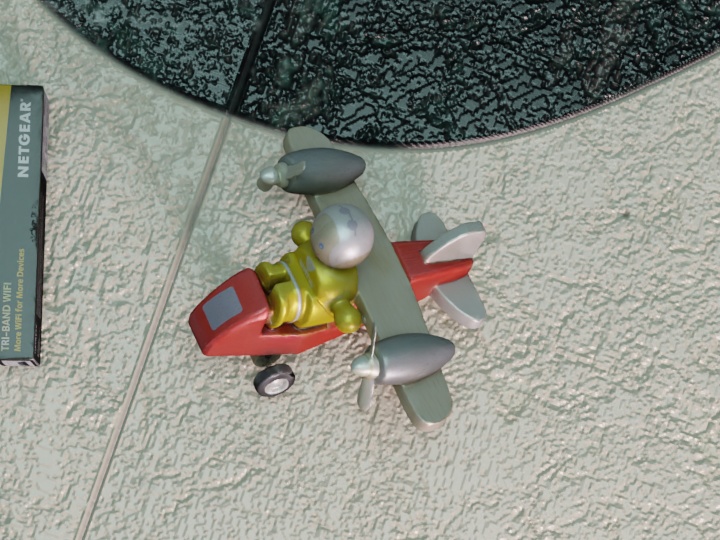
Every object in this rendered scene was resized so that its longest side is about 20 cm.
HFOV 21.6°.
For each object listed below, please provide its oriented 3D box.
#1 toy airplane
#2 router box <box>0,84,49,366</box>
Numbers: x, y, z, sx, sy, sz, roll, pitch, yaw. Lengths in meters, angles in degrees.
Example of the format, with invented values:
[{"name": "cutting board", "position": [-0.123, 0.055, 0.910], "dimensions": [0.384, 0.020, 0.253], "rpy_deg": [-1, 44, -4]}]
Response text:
[{"name": "toy airplane", "position": [0.000, 0.000, 1.333], "dimensions": [0.198, 0.142, 0.200], "rpy_deg": [20, 60, 12]}, {"name": "router box", "position": [-0.306, -0.033, 1.357], "dimensions": [0.156, 0.052, 0.202], "rpy_deg": [1, 82, -4]}]
